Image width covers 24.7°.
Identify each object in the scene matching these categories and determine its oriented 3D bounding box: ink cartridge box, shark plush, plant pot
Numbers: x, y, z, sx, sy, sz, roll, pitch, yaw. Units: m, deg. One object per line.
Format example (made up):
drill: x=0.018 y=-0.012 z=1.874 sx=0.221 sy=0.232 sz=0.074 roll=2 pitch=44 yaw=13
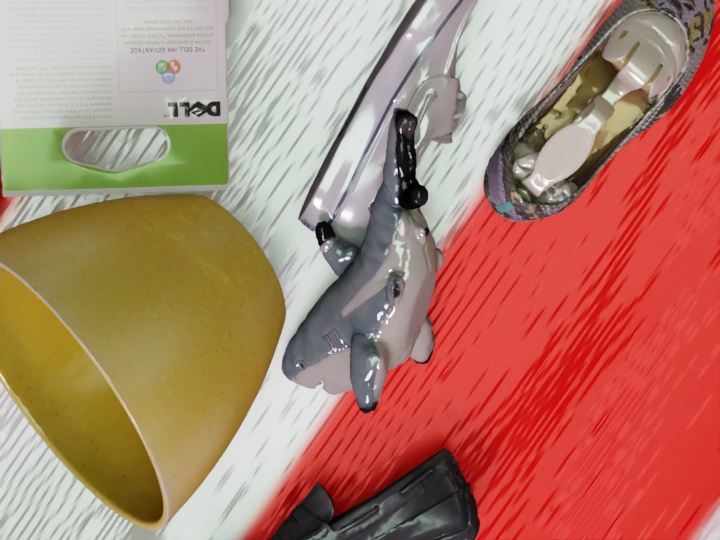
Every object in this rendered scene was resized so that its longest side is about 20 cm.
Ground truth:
ink cartridge box: x=-0.157 y=-0.151 z=1.017 sx=0.146 sy=0.076 sz=0.202 roll=-2 pitch=99 yaw=-12
shark plush: x=0.000 y=0.000 z=1.013 sx=0.083 sy=0.091 sz=0.201 roll=25 pitch=133 yaw=20
plant pot: x=-0.129 y=0.034 z=1.001 sx=0.142 sy=0.200 sz=0.201 roll=-37 pitch=94 yaw=-26

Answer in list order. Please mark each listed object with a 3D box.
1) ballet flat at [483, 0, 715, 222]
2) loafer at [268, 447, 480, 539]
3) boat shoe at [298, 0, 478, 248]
ballet flat: x=0.158 y=-0.108 z=1.040 sx=0.072 sy=0.072 sz=0.201 roll=42 pitch=92 yaw=-3
loafer: x=-0.022 y=0.173 z=1.060 sx=0.199 sy=0.068 sz=0.071 roll=-19 pitch=86 yaw=-5
boat shoe: x=0.034 y=-0.104 z=1.043 sx=0.065 sy=0.074 sz=0.201 roll=29 pitch=103 yaw=-7
